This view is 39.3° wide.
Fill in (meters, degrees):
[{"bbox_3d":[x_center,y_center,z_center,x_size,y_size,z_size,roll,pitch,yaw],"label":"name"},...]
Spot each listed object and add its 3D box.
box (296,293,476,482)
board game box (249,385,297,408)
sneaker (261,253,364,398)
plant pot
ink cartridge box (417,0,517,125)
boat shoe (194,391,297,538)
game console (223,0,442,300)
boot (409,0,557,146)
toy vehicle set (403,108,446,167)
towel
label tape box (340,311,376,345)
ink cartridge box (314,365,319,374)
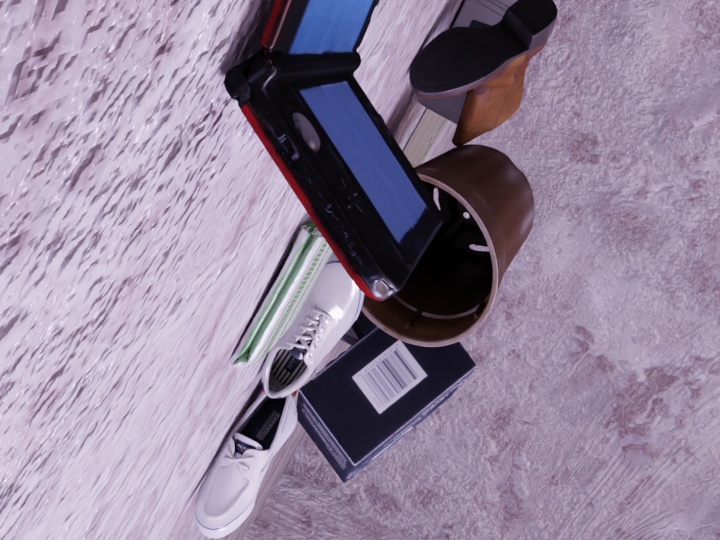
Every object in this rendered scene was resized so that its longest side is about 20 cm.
[{"bbox_3d":[0.026,0.154,1.276,0.195,0.118,0.200,-36,169,-14],"label":"box"},{"bbox_3d":[-0.115,0.176,1.344,0.202,0.038,0.158,-61,177,-3],"label":"board game box"},{"bbox_3d":[-0.053,0.071,1.145,0.202,0.072,0.071,-63,179,31],"label":"sneaker"},{"bbox_3d":[0.104,-0.045,1.174,0.198,0.199,0.202,-37,159,-53],"label":"plant pot"},{"bbox_3d":[0.161,-0.294,1.248,0.202,0.083,0.146,-63,176,33],"label":"ink cartridge box"},{"bbox_3d":[-0.140,0.220,1.206,0.066,0.072,0.202,89,22,-53],"label":"boat shoe"},{"bbox_3d":[0.020,-0.104,0.504,0.118,0.174,0.200,-33,-176,16],"label":"game console"},{"bbox_3d":[0.121,-0.203,1.123,0.187,0.069,0.201,-39,167,-19],"label":"boot"},{"bbox_3d":[0.117,-0.238,1.530,0.202,0.026,0.124,-61,177,-6],"label":"toy vehicle set"},{"bbox_3d":[-0.062,0.011,0.972,0.154,0.023,0.200,-61,178,13],"label":"towel"},{"bbox_3d":[0.000,0.000,1.300,0.146,0.062,0.201,-59,155,-16],"label":"label tape box"},{"bbox_3d":[-0.023,0.031,1.497,0.202,0.043,0.199,-60,175,-30],"label":"ink cartridge box"}]
